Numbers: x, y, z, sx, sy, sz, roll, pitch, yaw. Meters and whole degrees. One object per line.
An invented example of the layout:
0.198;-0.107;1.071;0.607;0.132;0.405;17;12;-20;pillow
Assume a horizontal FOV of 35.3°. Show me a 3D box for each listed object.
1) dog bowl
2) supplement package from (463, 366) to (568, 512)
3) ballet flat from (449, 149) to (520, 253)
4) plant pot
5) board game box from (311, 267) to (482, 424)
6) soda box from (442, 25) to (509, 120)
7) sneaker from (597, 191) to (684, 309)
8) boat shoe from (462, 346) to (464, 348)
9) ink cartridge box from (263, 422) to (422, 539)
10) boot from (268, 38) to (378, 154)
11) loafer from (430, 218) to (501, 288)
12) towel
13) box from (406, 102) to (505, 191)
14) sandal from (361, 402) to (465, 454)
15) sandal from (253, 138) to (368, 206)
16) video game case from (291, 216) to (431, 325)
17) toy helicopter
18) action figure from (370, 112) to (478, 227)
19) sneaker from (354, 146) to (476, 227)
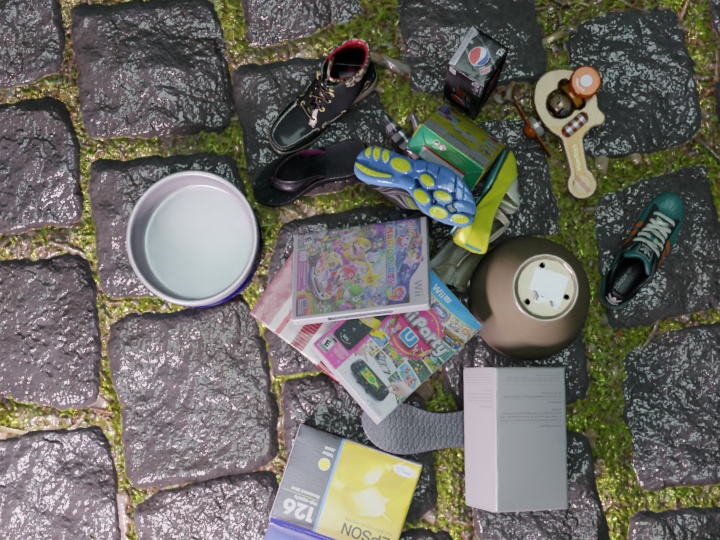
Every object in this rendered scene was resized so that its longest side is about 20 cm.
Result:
-0.249;-0.045;1.710;0.197;0.079;0.203;0;84;2;dog bowl
0.222;0.241;1.634;0.115;0.117;0.203;2;84;-19;supplement package
0.195;-0.095;1.651;0.067;0.067;0.201;34;51;2;ballet flat
0.254;0.032;1.626;0.185;0.200;0.190;0;84;1;plant pot
0.050;0.096;1.609;0.200;0.064;0.148;-42;83;-11;board game box
0.166;-0.287;1.658;0.063;0.200;0.071;33;86;4;soda box
0.427;-0.031;1.685;0.071;0.080;0.201;31;86;5;sneaker
0.058;0.120;1.692;0.198;0.071;0.063;-20;87;-4;boat shoe
-0.030;0.353;1.683;0.195;0.047;0.202;18;83;3;ink cartridge box
-0.061;-0.262;1.687;0.203;0.154;0.074;-38;84;-2;boot
0.141;-0.005;1.698;0.199;0.075;0.070;-40;84;4;loafer
-0.044;0.065;1.653;0.199;0.023;0.145;37;80;5;towel
0.146;-0.187;1.666;0.117;0.200;0.049;36;116;4;box
0.096;0.238;1.693;0.197;0.043;0.077;6;84;-9;sandal
-0.082;-0.156;1.703;0.198;0.048;0.076;-19;69;22;sandal
0.000;0.000;1.601;0.197;0.018;0.145;-7;59;12;video game case
0.308;-0.204;1.710;0.130;0.079;0.203;-12;88;1;toy helicopter
0.077;-0.131;1.679;0.199;0.105;0.194;-33;66;-26;action figure
0.084;-0.118;1.599;0.198;0.083;0.071;26;89;28;sneaker
